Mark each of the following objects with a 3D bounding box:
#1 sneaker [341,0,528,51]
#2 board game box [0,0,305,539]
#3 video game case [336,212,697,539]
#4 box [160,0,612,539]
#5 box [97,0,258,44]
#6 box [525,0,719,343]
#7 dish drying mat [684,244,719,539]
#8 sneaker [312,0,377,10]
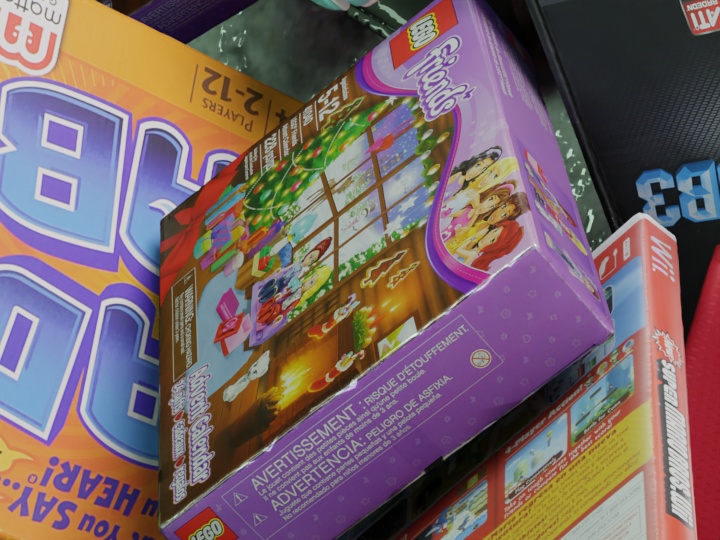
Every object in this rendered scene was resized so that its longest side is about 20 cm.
[{"bbox_3d":[0.020,-0.148,1.080,0.089,0.074,0.200,-54,44,23],"label":"sneaker"},{"bbox_3d":[-0.125,0.036,1.049,0.199,0.199,0.201,-20,54,48],"label":"board game box"},{"bbox_3d":[0.037,0.085,0.776,0.143,0.017,0.200,-43,23,27],"label":"video game case"},{"bbox_3d":[0.000,0.000,0.867,0.137,0.039,0.200,-37,23,14],"label":"box"},{"bbox_3d":[-0.059,-0.198,1.096,0.137,0.039,0.201,-26,61,40],"label":"box"},{"bbox_3d":[0.150,-0.054,0.838,0.199,0.050,0.200,-8,106,47],"label":"box"},{"bbox_3d":[0.116,0.093,0.841,0.018,0.076,0.201,-99,21,-73],"label":"dish drying mat"},{"bbox_3d":[0.046,-0.172,0.920,0.078,0.091,0.200,51,124,9],"label":"sneaker"}]
